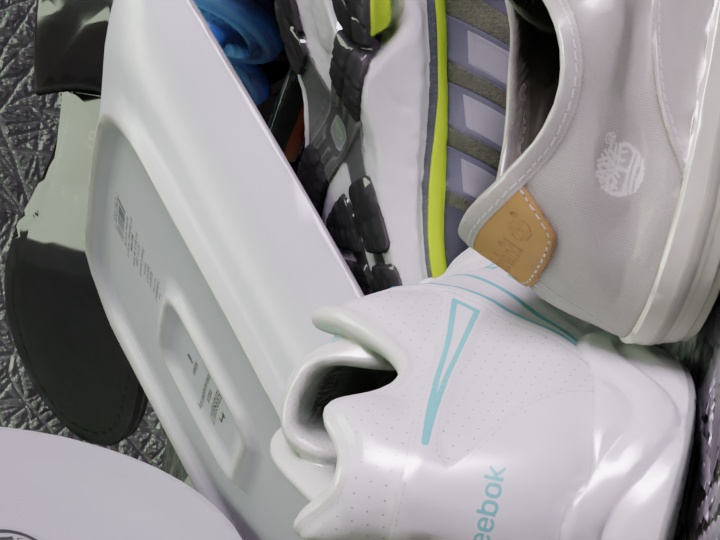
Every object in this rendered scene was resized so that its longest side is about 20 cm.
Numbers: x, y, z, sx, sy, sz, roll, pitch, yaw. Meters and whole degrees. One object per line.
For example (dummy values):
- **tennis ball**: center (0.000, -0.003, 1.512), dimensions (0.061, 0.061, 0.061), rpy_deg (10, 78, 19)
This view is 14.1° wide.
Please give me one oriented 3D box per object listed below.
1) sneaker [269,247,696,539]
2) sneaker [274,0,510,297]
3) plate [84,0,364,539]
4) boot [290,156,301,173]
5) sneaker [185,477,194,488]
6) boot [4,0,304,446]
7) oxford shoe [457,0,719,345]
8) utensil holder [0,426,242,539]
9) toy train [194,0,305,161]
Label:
- **sneaker**: center (0.022, 0.023, 0.652), dimensions (0.200, 0.080, 0.071), rpy_deg (-103, 23, -80)
- **sneaker**: center (0.029, -0.037, 0.772), dimensions (0.074, 0.081, 0.201), rpy_deg (45, 148, 51)
- **plate**: center (-0.034, 0.029, 0.851), dimensions (0.200, 0.032, 0.200), rpy_deg (61, 164, 15)
- **boot**: center (-0.027, 0.005, 1.228), dimensions (0.155, 0.072, 0.201), rpy_deg (-125, 46, -79)
- **sneaker**: center (-0.029, 0.101, 1.051), dimensions (0.080, 0.071, 0.200), rpy_deg (-35, 6, 17)
- **boot**: center (-0.041, -0.045, 1.049), dimensions (0.174, 0.069, 0.201), rpy_deg (-18, -57, -49)
- **oxford shoe**: center (0.058, -0.083, 0.606), dimensions (0.075, 0.058, 0.201), rpy_deg (111, 171, -72)
- **utensil holder**: center (-0.121, 0.169, 0.880), dimensions (0.170, 0.169, 0.201), rpy_deg (-93, 12, -68)
- **toy train**: center (-0.001, -0.087, 0.892), dimensions (0.087, 0.114, 0.200), rpy_deg (-62, 0, -16)
